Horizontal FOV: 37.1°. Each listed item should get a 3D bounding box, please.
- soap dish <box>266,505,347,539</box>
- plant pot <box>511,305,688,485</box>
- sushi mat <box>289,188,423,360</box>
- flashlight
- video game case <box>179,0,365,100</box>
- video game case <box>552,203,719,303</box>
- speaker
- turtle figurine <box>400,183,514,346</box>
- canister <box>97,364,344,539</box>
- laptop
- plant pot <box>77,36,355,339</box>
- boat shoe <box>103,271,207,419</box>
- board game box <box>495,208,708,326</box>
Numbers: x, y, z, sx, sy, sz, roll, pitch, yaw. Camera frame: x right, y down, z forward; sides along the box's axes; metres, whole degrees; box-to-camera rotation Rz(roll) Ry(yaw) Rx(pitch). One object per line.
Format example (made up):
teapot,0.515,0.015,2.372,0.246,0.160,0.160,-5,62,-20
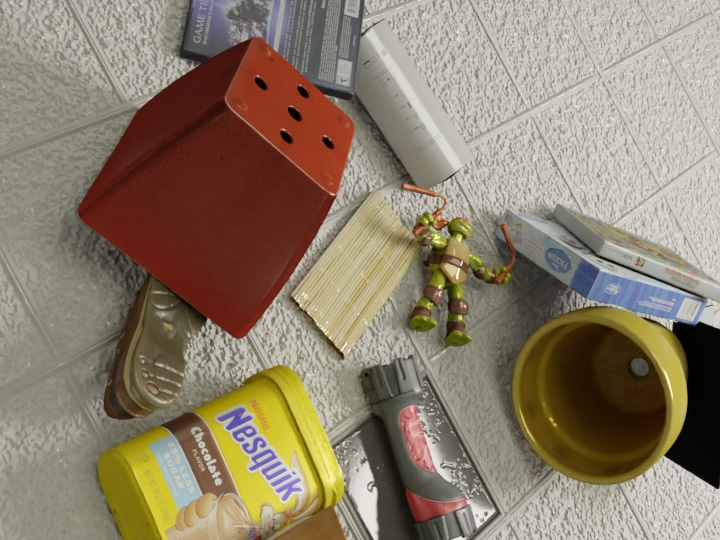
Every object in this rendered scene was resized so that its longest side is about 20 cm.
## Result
soap dish,-0.051,0.337,0.952,0.156,0.081,0.203,-26,108,-24
plant pot,0.311,0.135,1.305,0.188,0.199,0.204,-15,81,-55
sushi mat,0.000,0.000,1.224,0.096,0.012,0.201,47,51,-13
flashlight,0.067,0.194,1.162,0.067,0.068,0.203,-9,79,-38
video game case,-0.096,-0.278,1.214,0.197,0.019,0.145,12,64,-11
video game case,0.355,-0.025,1.381,0.179,0.200,0.023,20,104,-12
speaker,0.053,-0.197,1.298,0.081,0.081,0.201,-40,98,-40
turtle figurine,0.099,-0.004,1.269,0.199,0.064,0.164,31,63,-35
canister,-0.128,0.194,1.000,0.198,0.086,0.150,-23,86,-39
laptop,0.456,0.155,1.384,0.198,0.115,0.191,-6,104,-50
plant pot,-0.116,-0.098,1.029,0.199,0.176,0.201,38,34,-19
boat shoe,-0.196,0.056,1.011,0.072,0.067,0.202,46,33,-27
board game box,0.301,-0.004,1.355,0.198,0.199,0.044,14,107,-33
